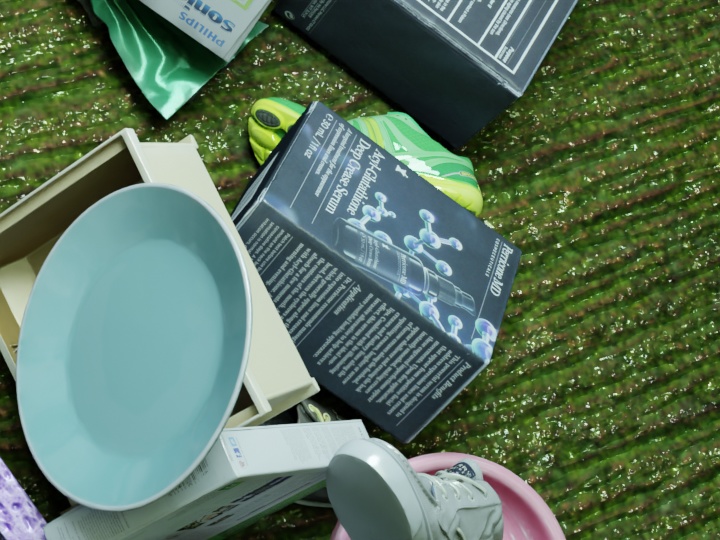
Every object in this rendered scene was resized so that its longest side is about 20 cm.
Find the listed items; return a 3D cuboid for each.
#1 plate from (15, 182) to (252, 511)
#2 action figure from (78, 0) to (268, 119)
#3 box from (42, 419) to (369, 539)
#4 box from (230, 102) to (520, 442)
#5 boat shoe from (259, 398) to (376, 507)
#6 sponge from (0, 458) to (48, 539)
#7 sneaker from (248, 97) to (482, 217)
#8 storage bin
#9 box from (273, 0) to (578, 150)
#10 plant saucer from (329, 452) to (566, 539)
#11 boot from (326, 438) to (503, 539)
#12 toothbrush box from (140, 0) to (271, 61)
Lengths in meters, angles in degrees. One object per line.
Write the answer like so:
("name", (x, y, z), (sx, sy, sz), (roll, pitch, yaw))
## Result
("plate", (-0.135, 0.046, 0.962), (0.026, 0.200, 0.201), (17, 62, -50))
("action figure", (-0.183, -0.221, 1.231), (0.200, 0.055, 0.118), (46, 63, -3))
("box", (-0.092, 0.144, 1.039), (0.200, 0.144, 0.036), (10, 54, -64))
("box", (0.000, 0.000, 1.167), (0.200, 0.107, 0.149), (36, 36, -10))
("boat shoe", (-0.059, 0.122, 1.161), (0.201, 0.061, 0.072), (20, 65, -16))
("sponge", (-0.209, 0.192, 1.042), (0.030, 0.112, 0.200), (-35, 88, -18))
("sneaker", (0.003, -0.088, 1.267), (0.200, 0.074, 0.084), (22, 40, -12))
("storage bin", (-0.162, 0.040, 1.064), (0.200, 0.198, 0.094), (62, 24, 6))
("box", (0.070, -0.244, 1.309), (0.198, 0.123, 0.200), (36, 61, -7))
("plant saucer", (0.061, 0.236, 1.170), (0.200, 0.051, 0.201), (4, 79, -20))
("boot", (0.043, 0.157, 1.075), (0.073, 0.200, 0.096), (22, 57, 33))
("toothbrush box", (-0.112, -0.274, 1.223), (0.145, 0.086, 0.200), (35, 39, -8))
